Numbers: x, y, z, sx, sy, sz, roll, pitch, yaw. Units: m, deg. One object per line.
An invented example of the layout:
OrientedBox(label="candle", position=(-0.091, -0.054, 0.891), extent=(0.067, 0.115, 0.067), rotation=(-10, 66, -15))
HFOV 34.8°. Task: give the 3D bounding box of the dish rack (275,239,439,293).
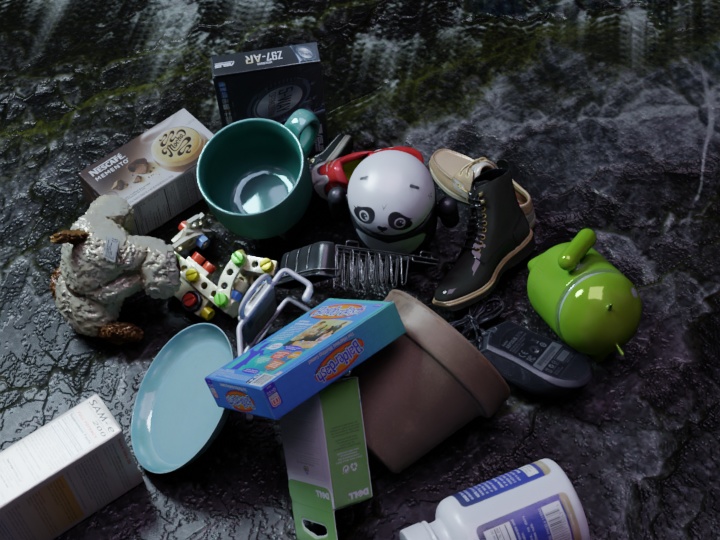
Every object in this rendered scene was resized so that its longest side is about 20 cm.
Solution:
OrientedBox(label="dish rack", position=(0.000, 0.000, 1.552), extent=(0.199, 0.153, 0.055), rotation=(7, 81, -26))

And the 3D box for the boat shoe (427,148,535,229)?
OrientedBox(label="boat shoe", position=(0.182, -0.133, 1.706), extent=(0.200, 0.069, 0.074), rotation=(37, 62, 27))

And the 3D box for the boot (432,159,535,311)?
OrientedBox(label="boot", position=(0.154, -0.049, 1.583), extent=(0.077, 0.139, 0.200), rotation=(8, 39, 42))

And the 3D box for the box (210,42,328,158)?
OrientedBox(label="box", position=(-0.133, -0.245, 1.731), extent=(0.159, 0.201, 0.044), rotation=(-8, 52, -4))

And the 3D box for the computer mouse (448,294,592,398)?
OrientedBox(label="computer mouse", position=(0.212, 0.114, 1.523), extent=(0.199, 0.053, 0.138), rotation=(29, 37, 25))

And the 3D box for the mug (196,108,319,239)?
OrientedBox(label="mug", position=(-0.129, -0.127, 1.620), extent=(0.184, 0.115, 0.153), rotation=(-17, 66, 1))

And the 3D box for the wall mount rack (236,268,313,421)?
OrientedBox(label="wall mount rack", position=(-0.125, 0.093, 1.489), extent=(0.074, 0.200, 0.174), rotation=(32, 72, 11))

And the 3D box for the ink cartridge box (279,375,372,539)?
OrientedBox(label="ink cartridge box", position=(-0.042, 0.226, 1.374), extent=(0.059, 0.201, 0.104), rotation=(-10, 5, -34))

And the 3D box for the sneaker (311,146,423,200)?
OrientedBox(label="sneaker", position=(0.025, -0.144, 1.684), extent=(0.199, 0.085, 0.077), rotation=(-17, 88, -37))

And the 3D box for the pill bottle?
OrientedBox(label="pill bottle", position=(0.153, 0.309, 1.336), extent=(0.199, 0.120, 0.120), rotation=(-19, 53, -11))

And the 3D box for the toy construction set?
OrientedBox(label="toy construction set", position=(-0.214, -0.006, 1.620), extent=(0.200, 0.092, 0.131), rotation=(37, 87, 36))

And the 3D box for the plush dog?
OrientedBox(label="plush dog", position=(-0.362, 0.013, 1.570), extent=(0.160, 0.172, 0.200), rotation=(-12, 42, -46))

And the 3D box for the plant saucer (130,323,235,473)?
OrientedBox(label="plant saucer", position=(-0.221, 0.165, 1.468), extent=(0.200, 0.027, 0.201), rotation=(-26, 49, 34))

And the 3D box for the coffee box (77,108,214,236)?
OrientedBox(label="coffee box", position=(-0.309, -0.142, 1.738), extent=(0.200, 0.080, 0.113), rotation=(-35, 59, -22))

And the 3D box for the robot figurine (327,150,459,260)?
OrientedBox(label="robot figurine", position=(0.045, -0.085, 1.593), extent=(0.150, 0.200, 0.125), rotation=(-32, 72, -6))

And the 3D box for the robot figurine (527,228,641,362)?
OrientedBox(label="robot figurine", position=(0.294, 0.036, 1.516), extent=(0.115, 0.176, 0.200), rotation=(-24, 27, -5))

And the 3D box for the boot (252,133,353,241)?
OrientedBox(label="boot", position=(-0.116, -0.154, 1.734), extent=(0.153, 0.074, 0.204), rotation=(27, 62, 16))

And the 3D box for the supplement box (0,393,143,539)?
OrientedBox(label="supplement box", position=(-0.379, 0.258, 1.406), extent=(0.199, 0.126, 0.074), rotation=(-31, 55, -20))

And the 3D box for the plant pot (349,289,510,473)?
OrientedBox(label="plant pot", position=(0.059, 0.152, 1.435), extent=(0.200, 0.200, 0.175), rotation=(38, 80, 28))

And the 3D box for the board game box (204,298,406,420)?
OrientedBox(label="board game box", position=(-0.066, 0.100, 1.359), extent=(0.200, 0.045, 0.152), rotation=(-33, 17, -27))
